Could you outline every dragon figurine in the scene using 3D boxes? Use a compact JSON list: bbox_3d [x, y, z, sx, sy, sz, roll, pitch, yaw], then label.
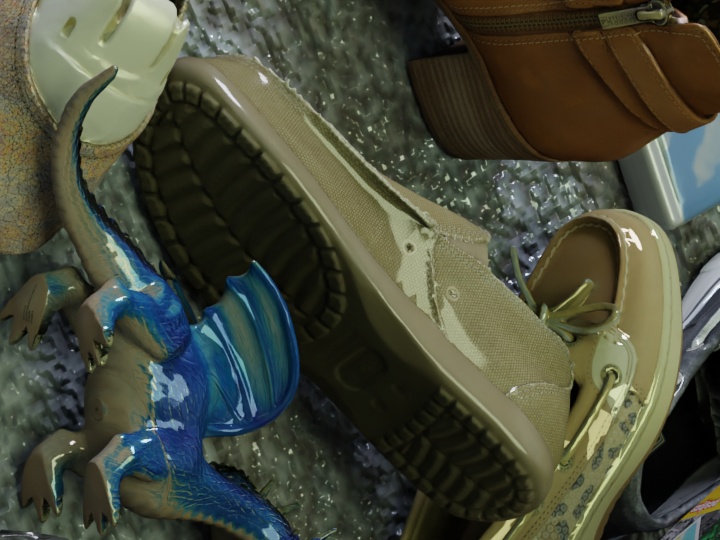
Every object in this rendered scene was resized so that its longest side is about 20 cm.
[{"bbox_3d":[-0.062,0.028,0.935,0.099,0.059,0.200,-13,100,-42],"label":"dragon figurine"}]

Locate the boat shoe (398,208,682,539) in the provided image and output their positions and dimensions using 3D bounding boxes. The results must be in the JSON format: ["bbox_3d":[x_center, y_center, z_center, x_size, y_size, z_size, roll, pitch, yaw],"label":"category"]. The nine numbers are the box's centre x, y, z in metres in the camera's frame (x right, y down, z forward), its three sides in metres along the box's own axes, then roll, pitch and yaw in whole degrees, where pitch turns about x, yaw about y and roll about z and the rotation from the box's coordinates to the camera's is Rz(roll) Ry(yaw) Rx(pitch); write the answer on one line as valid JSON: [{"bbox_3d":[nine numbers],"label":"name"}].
[{"bbox_3d":[0.062,0.061,1.034,0.063,0.073,0.200,34,65,-36],"label":"boat shoe"}]

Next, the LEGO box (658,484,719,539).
[{"bbox_3d":[0.136,0.143,0.964,0.149,0.200,0.077,-43,96,9],"label":"LEGO box"}]

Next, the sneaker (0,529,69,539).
[{"bbox_3d":[-0.069,0.143,0.914,0.200,0.074,0.079,38,68,-32],"label":"sneaker"}]

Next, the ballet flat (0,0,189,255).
[{"bbox_3d":[-0.081,-0.100,0.932,0.068,0.067,0.200,30,67,-34],"label":"ballet flat"}]

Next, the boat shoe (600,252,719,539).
[{"bbox_3d":[0.149,0.043,1.115,0.200,0.068,0.072,-34,107,-38],"label":"boat shoe"}]

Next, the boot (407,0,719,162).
[{"bbox_3d":[0.059,-0.130,0.998,0.077,0.155,0.200,-30,104,-39],"label":"boot"}]

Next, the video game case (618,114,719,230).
[{"bbox_3d":[0.149,-0.140,1.166,0.182,0.022,0.200,-28,103,-39],"label":"video game case"}]

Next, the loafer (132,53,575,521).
[{"bbox_3d":[0.000,0.000,0.981,0.200,0.076,0.067,51,45,-12],"label":"loafer"}]
